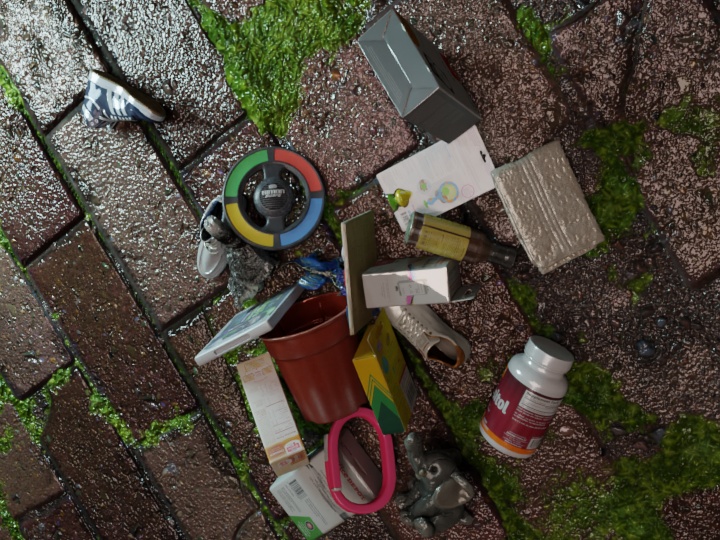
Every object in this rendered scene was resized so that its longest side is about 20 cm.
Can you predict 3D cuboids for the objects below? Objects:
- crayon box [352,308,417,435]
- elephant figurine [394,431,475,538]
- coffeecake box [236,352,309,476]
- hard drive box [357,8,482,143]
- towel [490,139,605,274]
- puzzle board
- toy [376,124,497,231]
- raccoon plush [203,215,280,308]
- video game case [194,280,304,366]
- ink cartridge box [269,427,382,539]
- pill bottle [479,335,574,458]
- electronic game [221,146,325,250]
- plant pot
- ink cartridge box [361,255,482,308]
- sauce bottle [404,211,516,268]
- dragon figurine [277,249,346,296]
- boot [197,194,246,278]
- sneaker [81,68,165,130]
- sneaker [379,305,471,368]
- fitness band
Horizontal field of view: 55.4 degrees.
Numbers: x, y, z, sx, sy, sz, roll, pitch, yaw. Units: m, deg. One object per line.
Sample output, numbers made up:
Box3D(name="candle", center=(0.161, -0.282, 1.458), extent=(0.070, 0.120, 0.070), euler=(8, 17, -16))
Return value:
Box3D(name="crayon box", center=(0.044, 0.187, 1.288), extent=(0.050, 0.127, 0.202), euler=(-13, 110, 21))
Box3D(name="elephant figurine", center=(0.153, 0.401, 1.312), extent=(0.141, 0.154, 0.202), euler=(35, 122, 32))
Box3D(name="coffeecake box", center=(-0.171, 0.286, 1.350), extent=(0.072, 0.154, 0.202), euler=(-20, 67, -10))
Box3D(name="hard drive box", center=(0.100, -0.308, 1.115), extent=(0.076, 0.199, 0.157), euler=(-34, 74, 22))
Box3D(name="towel", center=(0.321, -0.107, 1.176), extent=(0.131, 0.034, 0.202), euler=(-26, 94, 2))
Box3D(name="puzzle board", center=(0.000, 0.000, 1.267), extent=(0.017, 0.151, 0.203), euler=(1, 103, 20))
Box3D(name="toy", center=(0.141, -0.165, 1.235), extent=(0.198, 0.047, 0.116), euler=(-25, 95, 17))
Box3D(name="raccoon plush", center=(-0.259, -0.018, 1.361), extent=(0.134, 0.097, 0.199), euler=(-42, 118, 18))
Box3D(name="video game case", center=(-0.210, 0.098, 1.337), extent=(0.180, 0.200, 0.024), euler=(-27, 102, 23))
Box3D(name="ink cartridge box", center=(-0.066, 0.447, 1.431), extent=(0.199, 0.083, 0.147), euler=(-38, 89, 22))
Box3D(name="pill bottle", center=(0.301, 0.225, 1.236), extent=(0.112, 0.113, 0.202), euler=(26, 109, 12))
Box3D(name="electronic game", center=(-0.165, -0.138, 1.309), extent=(0.197, 0.042, 0.203), euler=(1, 81, -4))
Box3D(name="plant pot", center=(-0.074, 0.172, 1.322), extent=(0.198, 0.201, 0.198), euler=(-13, 107, 21))
Box3D(name="ink cartridge box", center=(0.115, 0.016, 1.250), extent=(0.197, 0.116, 0.069), euler=(-5, 102, 19))
Box3D(name="sauce bottle", center=(0.178, -0.048, 1.220), extent=(0.197, 0.065, 0.066), euler=(18, 109, -4))
Box3D(name="dragon figurine", center=(-0.087, 0.002, 1.324), extent=(0.197, 0.099, 0.060), euler=(12, 106, 19))
Box3D(name="boot", center=(-0.300, -0.067, 1.386), extent=(0.073, 0.095, 0.202), euler=(27, 110, 11))
Box3D(name="sneaker", center=(-0.489, -0.321, 1.405), extent=(0.199, 0.070, 0.110), euler=(32, 106, 17))
Box3D(name="sneaker", center=(0.116, 0.111, 1.289), extent=(0.199, 0.085, 0.073), euler=(32, 112, 13))
Box3D(name="fitness band", center=(0.001, 0.372, 1.350), extent=(0.037, 0.142, 0.203), euler=(143, 125, -59))
